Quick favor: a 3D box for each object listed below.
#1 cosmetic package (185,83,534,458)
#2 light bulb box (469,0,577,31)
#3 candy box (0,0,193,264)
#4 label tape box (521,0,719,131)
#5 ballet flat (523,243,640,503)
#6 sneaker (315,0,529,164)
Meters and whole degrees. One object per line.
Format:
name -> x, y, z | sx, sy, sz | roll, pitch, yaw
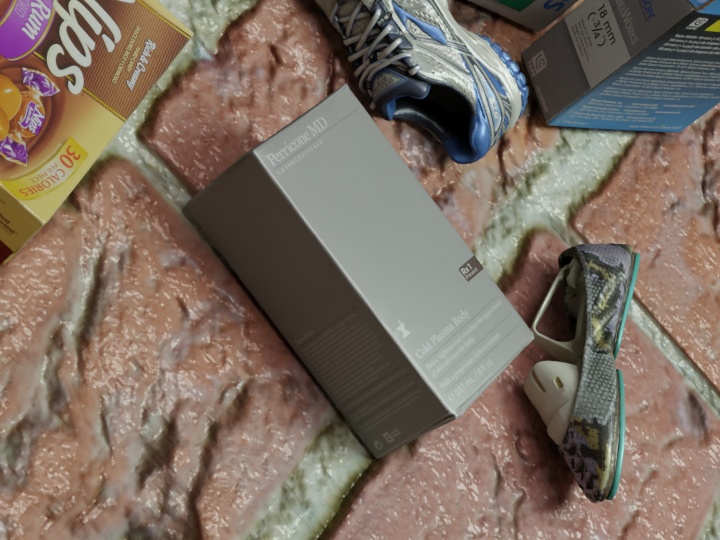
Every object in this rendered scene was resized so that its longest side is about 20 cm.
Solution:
cosmetic package -> 0.000, 0.000, 1.433 | 0.200, 0.090, 0.107 | 53, 46, -5
light bulb box -> 0.085, -0.308, 1.672 | 0.199, 0.125, 0.199 | 20, 52, -32
candy box -> -0.191, -0.111, 1.359 | 0.117, 0.056, 0.200 | 43, 45, -11
label tape box -> 0.233, -0.173, 1.649 | 0.144, 0.200, 0.064 | -1, 64, -41
ballet flat -> 0.142, 0.063, 1.542 | 0.072, 0.072, 0.201 | 30, 48, -23
sneaker -> 0.027, -0.149, 1.561 | 0.200, 0.077, 0.085 | 40, 49, -14
